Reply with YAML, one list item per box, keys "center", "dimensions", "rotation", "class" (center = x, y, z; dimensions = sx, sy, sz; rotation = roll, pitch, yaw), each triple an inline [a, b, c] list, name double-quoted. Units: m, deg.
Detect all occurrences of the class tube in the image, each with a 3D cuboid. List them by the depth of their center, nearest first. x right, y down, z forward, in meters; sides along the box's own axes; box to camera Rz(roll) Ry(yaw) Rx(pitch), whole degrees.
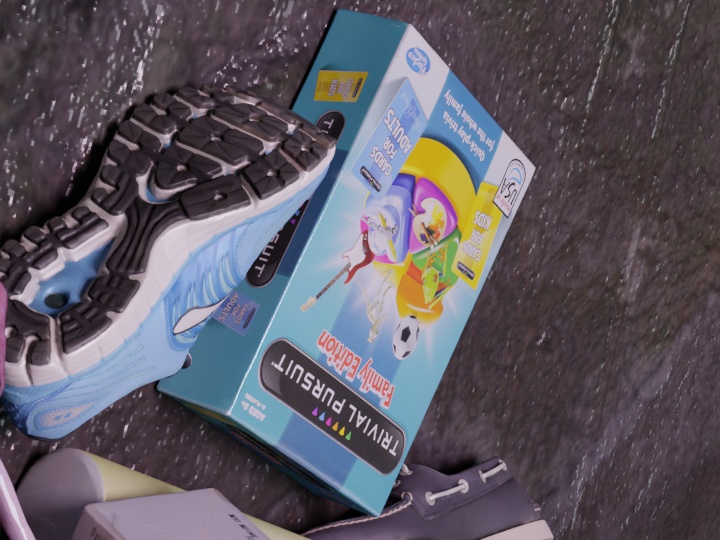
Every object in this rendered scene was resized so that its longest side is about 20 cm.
- center: [-0.078, 0.129, 0.926]
  dimensions: [0.200, 0.058, 0.052]
  rotation: [31, 78, -52]
  class: "tube"

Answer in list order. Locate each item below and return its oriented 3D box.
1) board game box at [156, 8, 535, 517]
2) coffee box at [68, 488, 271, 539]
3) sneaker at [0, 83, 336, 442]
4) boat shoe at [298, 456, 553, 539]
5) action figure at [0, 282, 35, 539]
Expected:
- center: [0.000, 0.000, 0.985]
  dimensions: [0.151, 0.047, 0.201]
  rotation: [40, 70, -53]
  class: "board game box"
- center: [-0.087, 0.206, 0.841]
  dimensions: [0.079, 0.114, 0.201]
  rotation: [-1, 121, -50]
  class: "coffee box"
- center: [-0.088, -0.004, 0.861]
  dimensions: [0.200, 0.078, 0.090]
  rotation: [-41, 153, -33]
  class: "sneaker"
- center: [0.023, 0.135, 1.081]
  dimensions: [0.199, 0.073, 0.063]
  rotation: [0, 60, -48]
  class: "boat shoe"
- center: [-0.151, 0.049, 0.721]
  dimensions: [0.149, 0.133, 0.201]
  rotation: [-10, 115, -53]
  class: "action figure"
